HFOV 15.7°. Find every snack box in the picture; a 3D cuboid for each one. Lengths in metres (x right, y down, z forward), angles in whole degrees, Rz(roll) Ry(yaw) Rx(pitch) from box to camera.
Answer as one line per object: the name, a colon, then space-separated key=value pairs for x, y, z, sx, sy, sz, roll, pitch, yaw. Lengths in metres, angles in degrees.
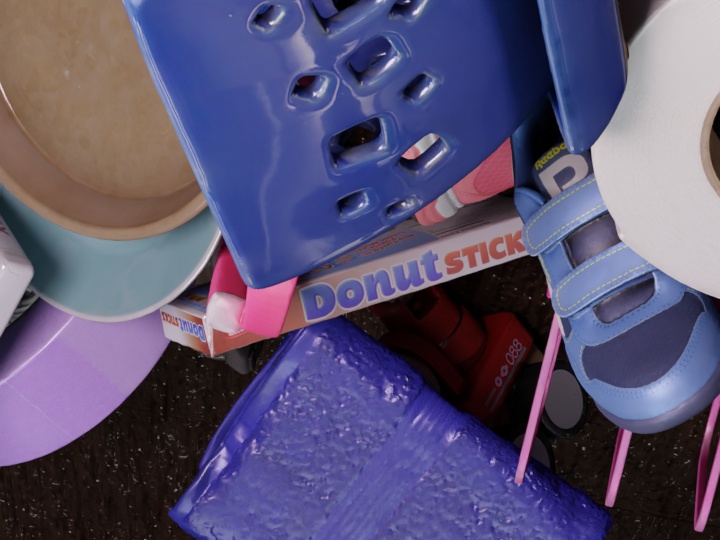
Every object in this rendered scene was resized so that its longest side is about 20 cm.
snack box: x=0.000 y=0.000 z=1.335 sx=0.199 sy=0.024 sz=0.072 roll=-17 pitch=-166 yaw=-21

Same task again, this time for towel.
towel: x=0.017 y=0.126 z=1.376 sx=0.200 sy=0.050 sz=0.148 roll=36 pitch=109 yaw=-3

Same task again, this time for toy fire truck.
toy fire truck: x=0.027 y=0.064 z=1.450 sx=0.128 sy=0.176 sz=0.200 roll=-13 pitch=126 yaw=45

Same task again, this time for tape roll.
tape roll: x=0.193 y=-0.066 z=1.088 sx=0.202 sy=0.037 sz=0.204 roll=1 pitch=132 yaw=1
tape roll: x=-0.184 y=0.003 z=1.404 sx=0.199 sy=0.201 sz=0.066 roll=-5 pitch=145 yaw=36

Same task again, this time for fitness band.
fitness band: x=-0.038 y=-0.050 z=1.228 sx=0.037 sy=0.144 sz=0.200 roll=14 pitch=-162 yaw=-5

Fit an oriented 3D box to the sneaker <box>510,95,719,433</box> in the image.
sneaker: x=0.110 y=-0.011 z=1.186 sx=0.074 sy=0.201 sz=0.082 roll=-28 pitch=134 yaw=12

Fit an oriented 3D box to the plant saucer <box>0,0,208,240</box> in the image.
plant saucer: x=-0.122 y=-0.114 z=1.227 sx=0.199 sy=0.029 sz=0.201 roll=12 pitch=111 yaw=31

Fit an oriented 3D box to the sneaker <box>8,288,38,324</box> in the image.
sneaker: x=-0.160 y=0.007 z=1.531 sx=0.080 sy=0.075 sz=0.200 roll=10 pitch=177 yaw=-23

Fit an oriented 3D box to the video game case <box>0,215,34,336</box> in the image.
video game case: x=-0.248 y=0.031 z=1.350 sx=0.023 sy=0.182 sz=0.201 roll=14 pitch=115 yaw=-38

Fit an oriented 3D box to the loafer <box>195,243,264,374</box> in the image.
loafer: x=-0.089 y=0.007 z=1.485 sx=0.071 sy=0.073 sz=0.200 roll=18 pitch=158 yaw=5

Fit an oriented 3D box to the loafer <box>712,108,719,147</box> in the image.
loafer: x=0.189 y=-0.045 z=1.213 sx=0.070 sy=0.068 sz=0.200 roll=13 pitch=172 yaw=28

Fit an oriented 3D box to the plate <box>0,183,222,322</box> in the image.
plate: x=-0.126 y=-0.075 z=1.288 sx=0.200 sy=0.201 sz=0.026 roll=-11 pitch=180 yaw=42

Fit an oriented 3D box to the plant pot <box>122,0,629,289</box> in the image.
plant pot: x=-0.002 y=-0.142 z=1.024 sx=0.179 sy=0.201 sz=0.200 roll=-16 pitch=145 yaw=2

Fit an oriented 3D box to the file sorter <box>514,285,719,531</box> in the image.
file sorter: x=0.187 y=0.058 z=1.317 sx=0.199 sy=0.139 sz=0.126 roll=14 pitch=111 yaw=5

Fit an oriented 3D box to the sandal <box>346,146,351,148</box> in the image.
sandal: x=-0.024 y=-0.045 z=1.392 sx=0.069 sy=0.078 sz=0.212 roll=-16 pitch=148 yaw=16

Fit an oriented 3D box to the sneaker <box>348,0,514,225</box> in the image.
sneaker: x=0.045 y=-0.106 z=1.245 sx=0.086 sy=0.074 sz=0.200 roll=-14 pitch=143 yaw=5
